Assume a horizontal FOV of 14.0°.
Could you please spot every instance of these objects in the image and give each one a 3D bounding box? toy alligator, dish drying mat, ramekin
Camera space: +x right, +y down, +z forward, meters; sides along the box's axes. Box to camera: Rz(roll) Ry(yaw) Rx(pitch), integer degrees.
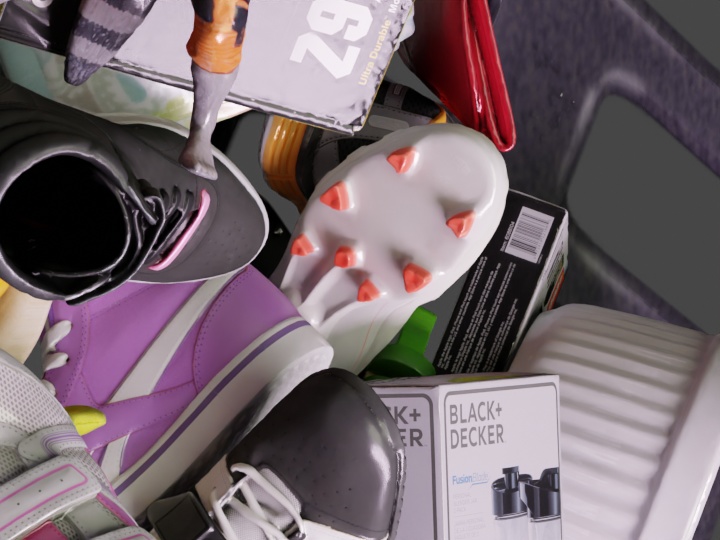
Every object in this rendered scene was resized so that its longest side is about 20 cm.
[{"bbox_3d":[-0.007,0.099,1.306,0.200,0.059,0.054,-64,-177,-19],"label":"toy alligator"},{"bbox_3d":[0.033,-0.106,1.270,0.018,0.200,0.077,-14,106,-5],"label":"dish drying mat"},{"bbox_3d":[0.107,0.111,1.401,0.200,0.105,0.201,20,90,-81],"label":"ramekin"}]

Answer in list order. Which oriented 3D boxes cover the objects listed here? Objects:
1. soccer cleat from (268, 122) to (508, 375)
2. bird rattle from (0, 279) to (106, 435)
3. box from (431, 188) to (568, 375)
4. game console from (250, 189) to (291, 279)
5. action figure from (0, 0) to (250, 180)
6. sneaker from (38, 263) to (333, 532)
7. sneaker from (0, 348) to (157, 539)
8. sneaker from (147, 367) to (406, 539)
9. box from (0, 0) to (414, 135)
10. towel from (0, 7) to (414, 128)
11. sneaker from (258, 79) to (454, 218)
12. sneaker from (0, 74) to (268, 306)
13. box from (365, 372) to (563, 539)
[{"bbox_3d":[0.000,0.000,1.245,0.200,0.069,0.078,-48,172,36],"label":"soccer cleat"},{"bbox_3d":[-0.182,0.001,1.127,0.200,0.112,0.163,54,46,-28],"label":"bird rattle"},{"bbox_3d":[0.049,0.070,1.406,0.110,0.035,0.200,76,35,-75],"label":"box"},{"bbox_3d":[-0.065,0.089,1.322,0.200,0.031,0.177,-56,131,-26],"label":"game console"},{"bbox_3d":[-0.087,-0.157,1.033,0.194,0.200,0.105,-63,178,9],"label":"action figure"},{"bbox_3d":[-0.119,0.066,1.211,0.200,0.114,0.073,-44,165,-9],"label":"sneaker"},{"bbox_3d":[-0.107,0.105,1.049,0.081,0.088,0.200,-38,104,-17],"label":"sneaker"},{"bbox_3d":[-0.055,0.122,1.169,0.088,0.074,0.200,-21,152,-52],"label":"sneaker"},{"bbox_3d":[-0.040,-0.165,1.106,0.159,0.049,0.200,14,109,-27],"label":"box"},{"bbox_3d":[-0.079,-0.146,1.156,0.171,0.048,0.200,-23,121,-9],"label":"towel"},{"bbox_3d":[0.015,-0.039,1.313,0.200,0.077,0.078,35,65,-73],"label":"sneaker"},{"bbox_3d":[-0.092,-0.017,1.084,0.200,0.099,0.071,23,105,-46],"label":"sneaker"},{"bbox_3d":[0.037,0.144,1.253,0.117,0.060,0.201,1,87,-60],"label":"box"}]
